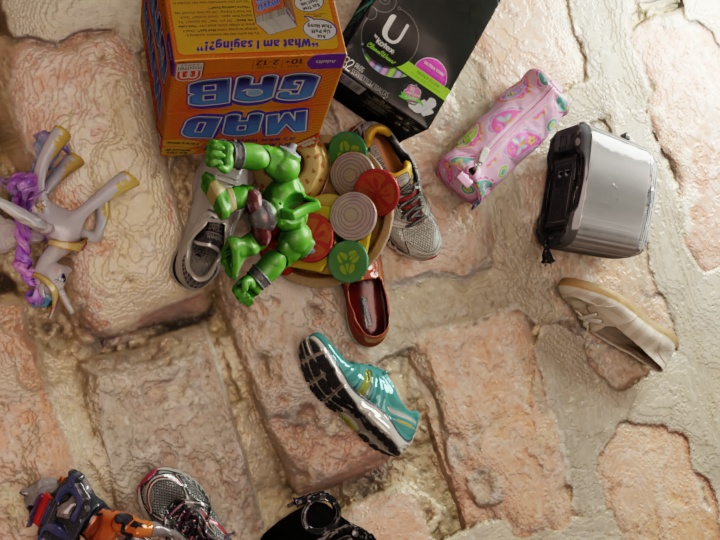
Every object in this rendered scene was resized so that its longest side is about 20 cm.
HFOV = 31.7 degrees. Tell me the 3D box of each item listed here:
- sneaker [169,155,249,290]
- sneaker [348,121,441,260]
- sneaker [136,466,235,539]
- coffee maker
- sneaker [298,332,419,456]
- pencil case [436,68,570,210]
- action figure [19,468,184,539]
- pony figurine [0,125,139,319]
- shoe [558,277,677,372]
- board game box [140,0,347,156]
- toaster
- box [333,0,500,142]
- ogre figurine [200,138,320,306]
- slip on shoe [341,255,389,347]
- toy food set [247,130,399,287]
[{"bbox_3d":[-0.179,-0.072,1.584,0.075,0.080,0.203,16,82,-13],"label":"sneaker"},{"bbox_3d":[0.045,-0.101,1.648,0.077,0.082,0.201,-33,98,-16],"label":"sneaker"},{"bbox_3d":[-0.197,0.326,1.564,0.080,0.075,0.201,-41,98,-14],"label":"sneaker"},{"bbox_3d":[-0.042,0.347,1.542,0.133,0.200,0.195,-5,91,-18],"label":"coffee maker"},{"bbox_3d":[-0.002,0.152,1.641,0.200,0.077,0.080,47,57,-14],"label":"sneaker"},{"bbox_3d":[0.190,-0.177,1.693,0.200,0.087,0.088,-44,99,-14],"label":"pencil case"},{"bbox_3d":[-0.332,0.326,1.526,0.193,0.105,0.201,37,112,2],"label":"action figure"},{"bbox_3d":[-0.384,-0.067,1.502,0.192,0.166,0.202,35,64,-20],"label":"pony figurine"},{"bbox_3d":[0.351,0.073,1.734,0.199,0.070,0.054,31,72,-15],"label":"shoe"},{"bbox_3d":[-0.147,-0.278,1.508,0.197,0.200,0.202,-5,65,-16],"label":"board game box"},{"bbox_3d":[0.320,-0.094,1.712,0.128,0.113,0.203,11,83,-17],"label":"toaster"},{"bbox_3d":[0.059,-0.295,1.638,0.148,0.124,0.201,33,79,-12],"label":"box"},{"bbox_3d":[-0.117,-0.067,1.526,0.119,0.098,0.202,-18,94,-24],"label":"ogre figurine"},{"bbox_3d":[0.000,0.000,1.642,0.073,0.061,0.203,-12,90,-14],"label":"slip on shoe"},{"bbox_3d":[-0.050,-0.079,1.602,0.195,0.049,0.203,9,88,11],"label":"toy food set"}]
